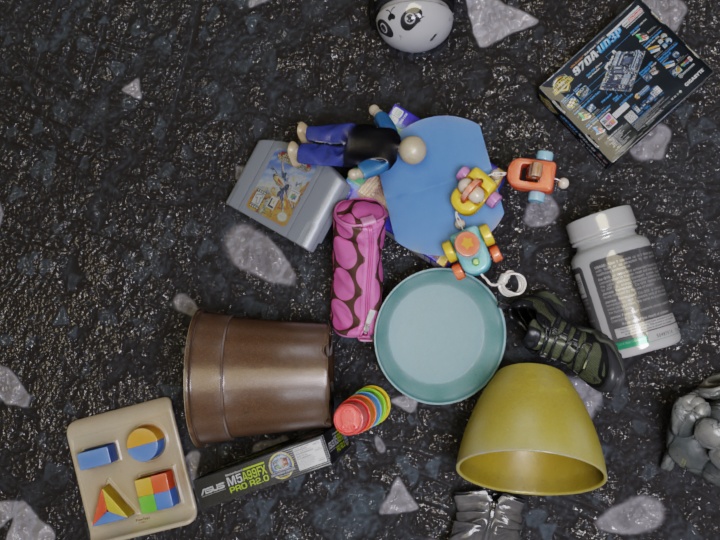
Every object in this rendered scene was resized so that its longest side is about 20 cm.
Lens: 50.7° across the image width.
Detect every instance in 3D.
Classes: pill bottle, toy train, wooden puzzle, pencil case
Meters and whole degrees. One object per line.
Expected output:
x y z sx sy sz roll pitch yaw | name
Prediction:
0.366 0.018 1.074 0.112 0.113 0.202 -17 83 7 | pill bottle
0.187 -0.074 1.014 0.149 0.056 0.202 15 86 16 | toy train
-0.367 0.318 1.200 0.184 0.046 0.202 -15 83 8 | wooden puzzle
0.000 0.000 1.110 0.090 0.094 0.202 -3 115 -6 | pencil case

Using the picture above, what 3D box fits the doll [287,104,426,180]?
-0.001 -0.181 1.086 0.198 0.049 0.137 8 60 24 | doll

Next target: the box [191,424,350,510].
-0.123 0.280 1.107 0.199 0.160 0.045 -21 83 7 | box

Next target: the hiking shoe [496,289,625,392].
0.273 0.105 1.051 0.200 0.100 0.076 47 136 46 | hiking shoe

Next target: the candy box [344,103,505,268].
0.091 -0.122 1.149 0.199 0.077 0.170 33 90 9 | candy box

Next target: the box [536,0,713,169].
0.390 -0.277 1.130 0.200 0.046 0.159 -42 80 4 | box

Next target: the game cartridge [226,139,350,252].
-0.112 -0.124 1.164 0.199 0.041 0.134 28 94 36 | game cartridge

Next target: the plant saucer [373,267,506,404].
0.115 0.096 1.125 0.198 0.036 0.202 0 93 -8 | plant saucer

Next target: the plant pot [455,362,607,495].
0.236 0.214 1.055 0.198 0.201 0.143 3 59 9 | plant pot

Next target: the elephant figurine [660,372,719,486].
0.521 0.194 1.032 0.199 0.155 0.142 -33 119 -20 | elephant figurine

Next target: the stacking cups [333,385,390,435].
0.000 0.195 1.073 0.060 0.200 0.061 -1 83 10 | stacking cups

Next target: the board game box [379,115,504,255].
0.114 -0.117 1.090 0.157 0.039 0.202 -16 78 12 | board game box

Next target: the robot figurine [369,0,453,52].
0.079 -0.435 1.154 0.124 0.150 0.202 -1 84 -4 | robot figurine

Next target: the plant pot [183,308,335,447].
-0.138 0.154 1.111 0.196 0.200 0.202 -1 85 2 | plant pot

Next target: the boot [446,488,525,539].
0.142 0.385 1.108 0.198 0.070 0.133 -2 82 -2 | boot
